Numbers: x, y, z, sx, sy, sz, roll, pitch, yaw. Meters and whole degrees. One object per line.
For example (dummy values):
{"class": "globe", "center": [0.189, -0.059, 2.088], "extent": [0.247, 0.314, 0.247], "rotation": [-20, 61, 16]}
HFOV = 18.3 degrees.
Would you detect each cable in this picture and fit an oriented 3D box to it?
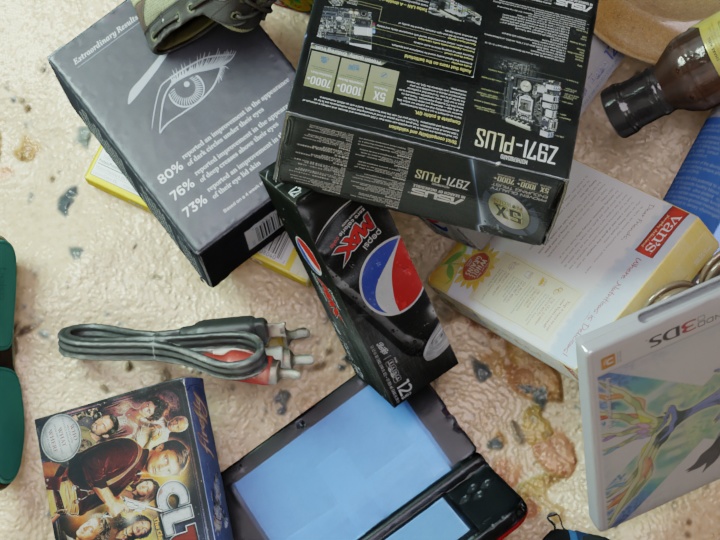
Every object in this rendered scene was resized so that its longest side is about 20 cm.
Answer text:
{"class": "cable", "center": [-0.137, 0.069, 1.705], "extent": [0.198, 0.097, 0.051], "rotation": [-6, 113, 8]}

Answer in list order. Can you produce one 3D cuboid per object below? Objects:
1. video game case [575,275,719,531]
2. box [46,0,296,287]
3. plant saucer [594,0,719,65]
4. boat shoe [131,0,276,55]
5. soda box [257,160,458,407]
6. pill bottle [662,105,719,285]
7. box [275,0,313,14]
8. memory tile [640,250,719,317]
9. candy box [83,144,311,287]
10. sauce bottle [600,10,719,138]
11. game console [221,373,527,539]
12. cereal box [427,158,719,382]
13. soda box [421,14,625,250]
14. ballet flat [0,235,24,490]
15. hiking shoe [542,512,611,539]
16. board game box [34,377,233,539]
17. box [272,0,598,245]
{"class": "video game case", "center": [0.243, 0.087, 1.613], "extent": [0.181, 0.201, 0.022], "rotation": [-23, 47, -12]}
{"class": "box", "center": [-0.119, -0.116, 1.702], "extent": [0.148, 0.104, 0.201], "rotation": [-36, 77, -7]}
{"class": "plant saucer", "center": [0.246, -0.247, 1.662], "extent": [0.198, 0.036, 0.202], "rotation": [2, 123, 2]}
{"class": "boat shoe", "center": [-0.088, -0.203, 1.598], "extent": [0.200, 0.071, 0.067], "rotation": [-14, 91, 43]}
{"class": "soda box", "center": [0.000, 0.000, 1.648], "extent": [0.063, 0.201, 0.071], "rotation": [-34, 34, -12]}
{"class": "pill bottle", "center": [0.294, -0.060, 1.688], "extent": [0.112, 0.112, 0.201], "rotation": [28, 82, 9]}
{"class": "box", "center": [0.027, -0.265, 1.703], "extent": [0.191, 0.200, 0.123], "rotation": [16, 80, 7]}
{"class": "memory tile", "center": [0.284, 0.045, 1.632], "extent": [0.153, 0.201, 0.017], "rotation": [-33, 48, -4]}
{"class": "candy box", "center": [-0.107, -0.074, 1.759], "extent": [0.199, 0.026, 0.103], "rotation": [25, 77, 8]}
{"class": "sauce bottle", "center": [0.272, -0.161, 1.657], "extent": [0.199, 0.065, 0.065], "rotation": [-26, 77, 20]}
{"class": "game console", "center": [-0.001, 0.175, 1.659], "extent": [0.199, 0.172, 0.119], "rotation": [-36, 105, -4]}
{"class": "cereal box", "center": [0.154, -0.005, 1.661], "extent": [0.144, 0.040, 0.200], "rotation": [-49, 37, -6]}
{"class": "soda box", "center": [0.115, -0.117, 1.719], "extent": [0.063, 0.068, 0.201], "rotation": [43, 80, -31]}
{"class": "ballet flat", "center": [-0.297, 0.072, 1.728], "extent": [0.069, 0.070, 0.202], "rotation": [-2, 76, 3]}
{"class": "hiking shoe", "center": [0.145, 0.287, 1.653], "extent": [0.086, 0.075, 0.201], "rotation": [17, 70, 14]}
{"class": "board game box", "center": [-0.164, 0.194, 1.681], "extent": [0.134, 0.035, 0.202], "rotation": [-17, 77, 20]}
{"class": "box", "center": [0.054, -0.127, 1.562], "extent": [0.198, 0.086, 0.165], "rotation": [13, 57, -2]}
